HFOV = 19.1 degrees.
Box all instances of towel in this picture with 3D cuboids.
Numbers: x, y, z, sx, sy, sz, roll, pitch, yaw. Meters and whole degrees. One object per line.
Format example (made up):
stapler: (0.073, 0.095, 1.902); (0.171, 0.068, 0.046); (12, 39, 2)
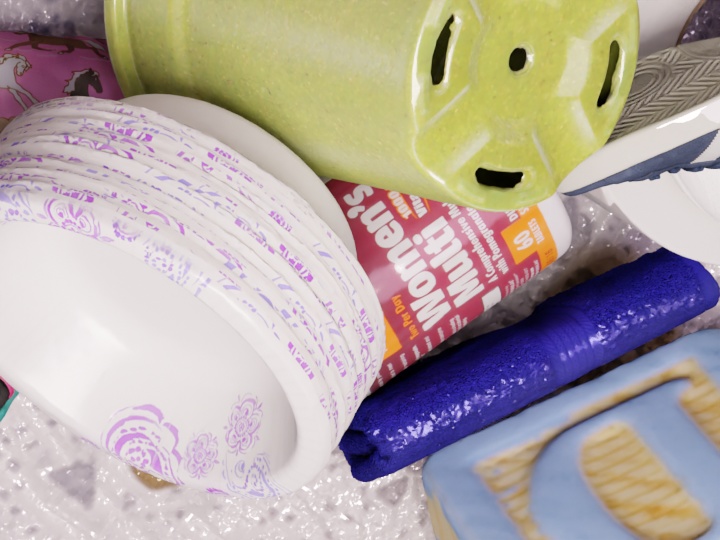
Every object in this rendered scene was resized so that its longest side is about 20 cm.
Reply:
towel: (0.081, 0.046, 1.127); (0.199, 0.148, 0.050); (-26, 85, -10)

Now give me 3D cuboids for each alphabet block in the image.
alphabet block: (0.167, 0.186, 1.147); (0.195, 0.196, 0.201); (-22, 127, -11)

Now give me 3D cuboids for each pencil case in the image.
pencil case: (-0.187, -0.070, 1.015); (0.199, 0.083, 0.087); (-1, 120, -20)

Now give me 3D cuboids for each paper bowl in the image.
paper bowl: (-0.081, 0.003, 0.950); (0.201, 0.200, 0.105); (50, 54, -26)

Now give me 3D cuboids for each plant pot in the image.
plant pot: (0.018, -0.112, 0.956); (0.200, 0.184, 0.202); (-16, 117, -35)

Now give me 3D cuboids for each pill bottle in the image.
pill bottle: (0.000, 0.000, 1.091); (0.200, 0.110, 0.110); (-36, 116, -6)

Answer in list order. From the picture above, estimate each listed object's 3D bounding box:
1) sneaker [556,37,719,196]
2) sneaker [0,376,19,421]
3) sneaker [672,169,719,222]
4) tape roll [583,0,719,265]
sneaker: (0.181, -0.064, 0.962); (0.199, 0.075, 0.085); (-23, 119, 17)
sneaker: (-0.238, 0.044, 1.018); (0.199, 0.083, 0.121); (11, 104, -47)
sneaker: (0.227, -0.022, 1.029); (0.200, 0.080, 0.071); (40, 92, -22)
tape roll: (0.176, -0.118, 1.101); (0.201, 0.139, 0.204); (-6, 110, -18)
